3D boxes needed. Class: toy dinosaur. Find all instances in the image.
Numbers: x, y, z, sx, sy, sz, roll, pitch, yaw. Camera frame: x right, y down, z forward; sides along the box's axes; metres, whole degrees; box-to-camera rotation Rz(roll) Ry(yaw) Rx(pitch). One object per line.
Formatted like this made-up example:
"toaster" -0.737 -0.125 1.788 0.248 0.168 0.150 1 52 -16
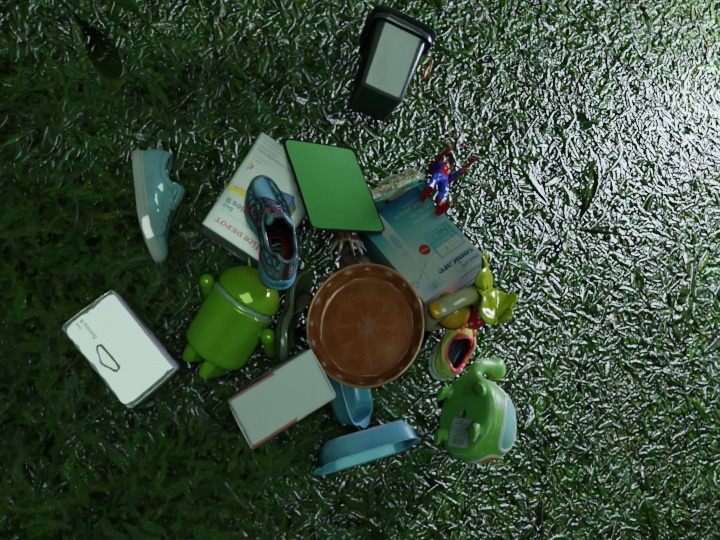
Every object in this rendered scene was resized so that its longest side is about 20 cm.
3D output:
"toy dinosaur" 0.000 0.000 0.971 0.085 0.136 0.200 -37 72 -27

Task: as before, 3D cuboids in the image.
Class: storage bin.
"storage bin" 0.053 -0.371 1.026 0.143 0.200 0.137 20 89 -11

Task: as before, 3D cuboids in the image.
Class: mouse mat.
"mouse mat" -0.047 -0.150 0.966 0.158 0.008 0.203 1 57 -36

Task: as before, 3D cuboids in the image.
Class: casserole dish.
"casserole dish" 0.008 0.307 0.948 0.195 0.122 0.039 -12 62 -16
"casserole dish" -0.029 0.181 0.968 0.038 0.121 0.205 -15 87 21

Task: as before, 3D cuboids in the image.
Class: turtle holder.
"turtle holder" 0.221 0.265 1.016 0.130 0.141 0.188 27 38 -27

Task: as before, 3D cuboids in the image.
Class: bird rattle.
"bird rattle" 0.173 0.054 0.924 0.160 0.200 0.115 -19 80 -8

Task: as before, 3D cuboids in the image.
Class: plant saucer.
"plant saucer" 0.008 0.090 0.893 0.195 0.032 0.205 -3 75 10

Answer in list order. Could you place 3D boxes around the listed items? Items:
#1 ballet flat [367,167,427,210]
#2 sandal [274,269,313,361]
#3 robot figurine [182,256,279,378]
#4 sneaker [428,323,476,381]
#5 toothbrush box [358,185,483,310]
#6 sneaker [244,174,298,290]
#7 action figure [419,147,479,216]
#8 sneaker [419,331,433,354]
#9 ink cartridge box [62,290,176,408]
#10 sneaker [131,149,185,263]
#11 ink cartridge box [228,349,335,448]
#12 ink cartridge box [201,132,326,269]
"ballet flat" 0.041 -0.143 1.056 0.197 0.076 0.064 -26 58 -20
"sandal" -0.103 0.079 0.935 0.056 0.081 0.203 1 37 6
"robot figurine" -0.213 0.081 0.910 0.174 0.115 0.202 36 97 20
"sneaker" 0.197 0.116 1.040 0.077 0.090 0.204 21 77 -9
"toothbrush box" 0.107 -0.033 1.000 0.145 0.086 0.201 -32 65 -16
"sneaker" -0.133 -0.077 0.875 0.078 0.096 0.204 -8 67 -25
"action figure" 0.168 -0.186 1.026 0.065 0.201 0.099 40 118 -10
"sneaker" 0.122 0.075 1.029 0.073 0.085 0.205 17 79 -12
"ink cartridge box" -0.353 0.122 0.832 0.087 0.200 0.146 -40 92 -16
"sneaker" -0.343 -0.117 0.942 0.080 0.074 0.205 -9 86 -12
"ink cartridge box" -0.129 0.200 0.884 0.144 0.200 0.084 -30 88 -13
"ink cartridge box" -0.172 -0.117 0.979 0.144 0.087 0.202 33 77 -8
